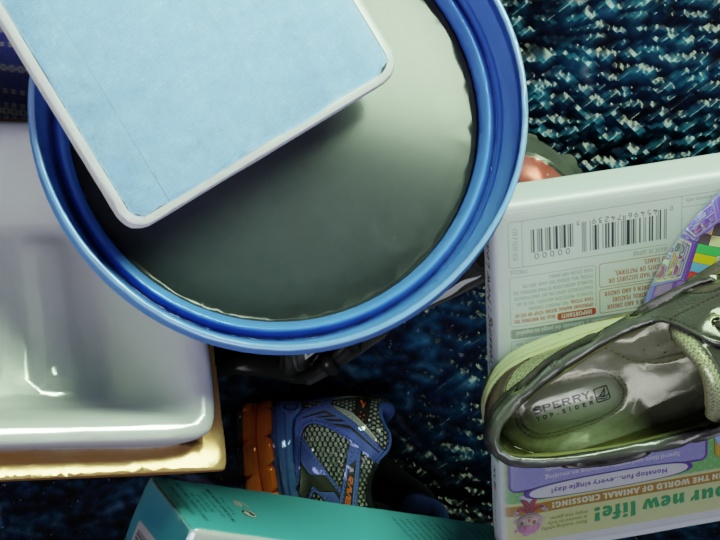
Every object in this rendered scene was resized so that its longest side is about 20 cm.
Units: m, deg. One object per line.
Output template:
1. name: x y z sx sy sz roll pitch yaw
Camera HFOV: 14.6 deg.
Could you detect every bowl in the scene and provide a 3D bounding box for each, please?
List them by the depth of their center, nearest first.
1. bowl: -0.034 -0.064 1.132 0.201 0.039 0.201 1 80 -6

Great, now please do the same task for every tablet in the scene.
1. tablet: -0.088 -0.131 1.100 0.130 0.014 0.200 -32 93 -12

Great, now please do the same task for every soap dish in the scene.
1. soap dish: -0.164 0.017 1.148 0.200 0.157 0.081 -1 159 -20

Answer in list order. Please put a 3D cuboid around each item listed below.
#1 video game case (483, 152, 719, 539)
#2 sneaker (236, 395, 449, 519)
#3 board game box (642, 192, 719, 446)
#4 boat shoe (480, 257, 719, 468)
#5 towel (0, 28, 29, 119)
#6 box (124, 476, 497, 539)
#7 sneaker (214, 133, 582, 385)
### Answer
1. video game case: 0.153 0.031 1.215 0.200 0.022 0.182 -9 122 -9
2. sneaker: 0.010 0.141 1.304 0.078 0.075 0.200 -17 120 13
3. board game box: 0.220 0.033 1.194 0.158 0.039 0.200 -30 123 5
4. boat shoe: 0.142 0.037 1.141 0.201 0.066 0.072 -22 103 12
5. towel: -0.179 -0.065 1.225 0.145 0.024 0.200 5 122 5
6. box: -0.012 0.147 1.228 0.200 0.049 0.082 12 109 -33
7. sneaker: 0.000 0.000 1.202 0.200 0.098 0.071 -16 117 14
